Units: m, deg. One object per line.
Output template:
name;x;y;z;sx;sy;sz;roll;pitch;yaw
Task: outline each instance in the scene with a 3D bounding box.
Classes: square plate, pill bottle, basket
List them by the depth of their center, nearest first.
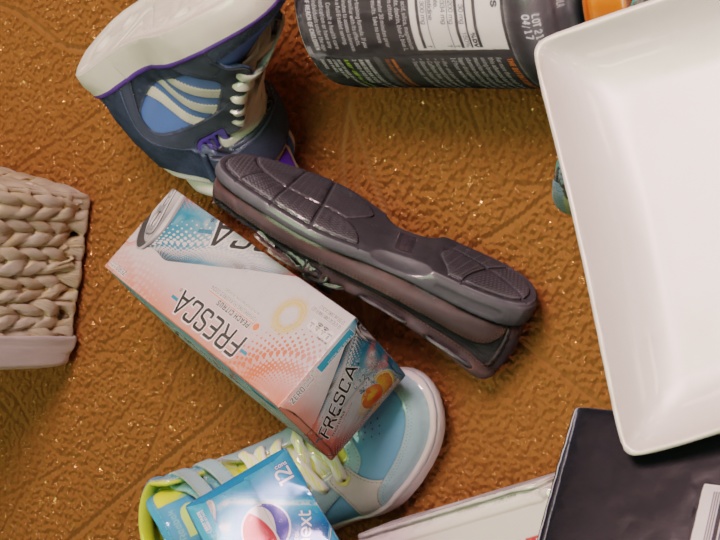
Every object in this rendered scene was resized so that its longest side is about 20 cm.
square plate;0.188;-0.038;0.807;0.199;0.028;0.200;-18;73;22
pill bottle;0.071;-0.150;1.001;0.199;0.106;0.107;5;96;35
basket;-0.287;-0.010;1.214;0.135;0.199;0.125;16;96;33

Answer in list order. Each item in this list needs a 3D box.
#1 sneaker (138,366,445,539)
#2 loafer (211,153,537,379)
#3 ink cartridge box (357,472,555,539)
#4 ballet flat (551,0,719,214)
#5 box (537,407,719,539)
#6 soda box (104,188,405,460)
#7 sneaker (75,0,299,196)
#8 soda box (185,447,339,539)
sneaker;-0.048;0.126;1.090;0.200;0.130;0.080;-39;71;30
loafer;0.000;0.000;1.057;0.199;0.072;0.063;25;116;7
ink cartridge box;0.094;0.221;1.024;0.145;0.085;0.202;-21;83;35
ballet flat;0.146;-0.072;0.931;0.074;0.074;0.201;48;153;22
box;0.202;0.165;0.846;0.198;0.197;0.125;3;59;29
soda box;-0.065;0.028;1.092;0.068;0.064;0.200;-49;45;-8
sneaker;-0.066;-0.106;1.092;0.146;0.081;0.199;42;147;-23
soda box;-0.039;0.176;1.034;0.064;0.200;0.068;-28;63;-9
